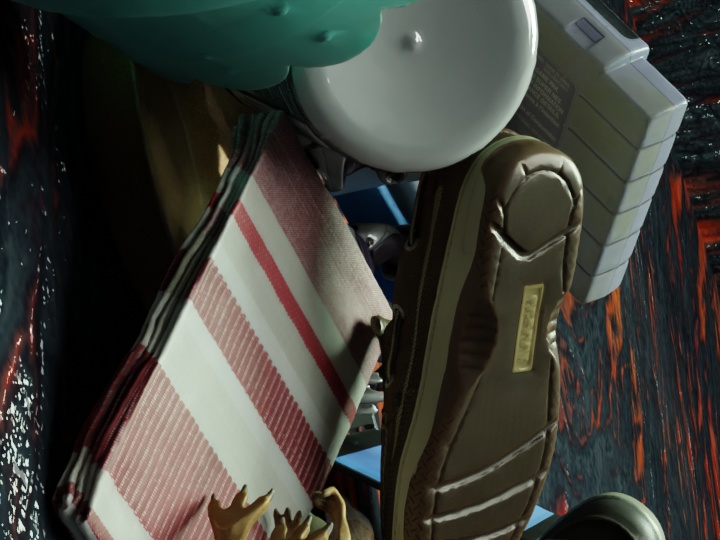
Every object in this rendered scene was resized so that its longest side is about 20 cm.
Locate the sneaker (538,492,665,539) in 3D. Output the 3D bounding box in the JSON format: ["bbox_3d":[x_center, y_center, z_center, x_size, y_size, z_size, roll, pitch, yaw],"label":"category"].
[{"bbox_3d":[0.076,0.200,1.373,0.075,0.200,0.106,34,13,13],"label":"sneaker"}]

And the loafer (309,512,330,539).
[{"bbox_3d":[0.001,0.201,1.271,0.075,0.070,0.200,51,28,-64],"label":"loafer"}]

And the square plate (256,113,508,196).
[{"bbox_3d":[-0.021,-0.129,1.355,0.028,0.200,0.198,-25,100,-32],"label":"square plate"}]

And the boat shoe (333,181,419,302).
[{"bbox_3d":[0.041,-0.024,1.447,0.084,0.069,0.200,2,-58,59],"label":"boat shoe"}]

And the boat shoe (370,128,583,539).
[{"bbox_3d":[0.040,0.037,1.195,0.075,0.075,0.203,3,106,-40],"label":"boat shoe"}]

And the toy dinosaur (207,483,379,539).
[{"bbox_3d":[-0.026,0.144,1.099,0.200,0.060,0.106,-59,138,-46],"label":"toy dinosaur"}]

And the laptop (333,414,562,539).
[{"bbox_3d":[0.026,0.049,1.472,0.177,0.103,0.200,2,76,-78],"label":"laptop"}]

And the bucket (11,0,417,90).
[{"bbox_3d":[-0.067,-0.174,1.058,0.135,0.207,0.207,21,55,-57],"label":"bucket"}]

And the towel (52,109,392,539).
[{"bbox_3d":[-0.050,0.055,1.138,0.200,0.023,0.144,-65,145,-31],"label":"towel"}]

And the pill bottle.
[{"bbox_3d":[-0.008,-0.107,1.204,0.200,0.106,0.106,-147,-142,-68],"label":"pill bottle"}]

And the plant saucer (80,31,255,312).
[{"bbox_3d":[-0.080,-0.046,1.250,0.200,0.035,0.200,-13,90,-78],"label":"plant saucer"}]

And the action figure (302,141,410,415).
[{"bbox_3d":[0.000,0.000,1.291,0.200,0.069,0.130,11,84,-65],"label":"action figure"}]

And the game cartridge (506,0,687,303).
[{"bbox_3d":[0.063,-0.095,1.311,0.200,0.038,0.130,47,-40,26],"label":"game cartridge"}]
